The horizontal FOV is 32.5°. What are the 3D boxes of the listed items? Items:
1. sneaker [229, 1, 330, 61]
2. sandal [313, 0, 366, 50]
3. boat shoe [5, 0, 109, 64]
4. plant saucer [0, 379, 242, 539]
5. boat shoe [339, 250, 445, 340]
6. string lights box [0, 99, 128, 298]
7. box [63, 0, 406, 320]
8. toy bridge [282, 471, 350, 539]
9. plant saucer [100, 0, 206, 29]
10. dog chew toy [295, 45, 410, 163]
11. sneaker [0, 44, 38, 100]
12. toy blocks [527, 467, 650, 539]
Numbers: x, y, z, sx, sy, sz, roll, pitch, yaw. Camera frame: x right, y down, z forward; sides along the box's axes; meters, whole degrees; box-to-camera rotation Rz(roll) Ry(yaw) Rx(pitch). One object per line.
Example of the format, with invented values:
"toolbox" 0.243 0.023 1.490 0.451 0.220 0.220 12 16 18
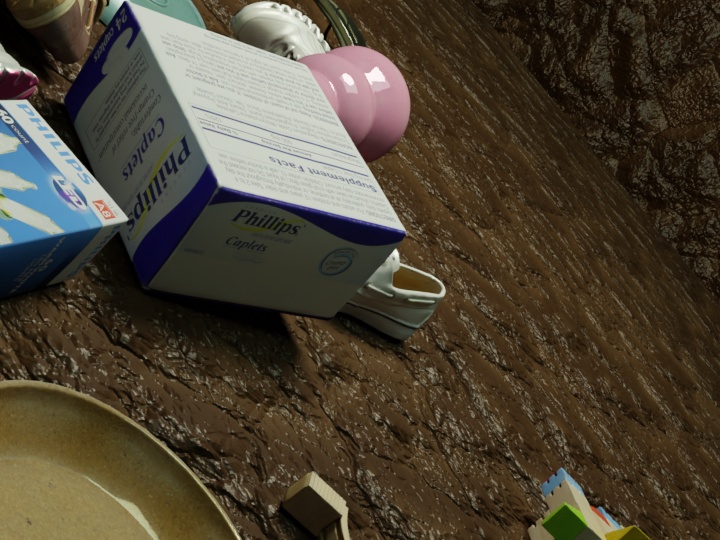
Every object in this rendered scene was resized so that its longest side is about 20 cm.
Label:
"sneaker" -0.061 -0.222 1.375 0.200 0.075 0.081 35 32 -33
"sandal" -0.021 -0.265 1.574 0.201 0.057 0.080 68 17 12
"boat shoe" -0.241 -0.225 1.001 0.072 0.072 0.200 60 4 -34
"plant saucer" -0.123 0.140 0.568 0.200 0.035 0.200 42 19 -18
"boat shoe" 0.000 0.000 1.058 0.200 0.070 0.071 27 27 -42
"string lights box" -0.221 -0.036 0.665 0.103 0.059 0.200 48 18 5
"box" -0.095 -0.077 0.914 0.184 0.105 0.200 12 39 -44
"toy bridge" -0.024 0.194 0.692 0.067 0.027 0.200 44 19 -14
"plant saucer" -0.216 -0.270 1.189 0.200 0.027 0.200 41 19 -18
"dog chew toy" -0.033 -0.166 1.253 0.125 0.125 0.200 52 27 13
"sneaker" -0.277 -0.131 0.713 0.088 0.081 0.200 51 11 12
"toy blocks" 0.208 0.249 1.019 0.200 0.100 0.137 45 8 -8
